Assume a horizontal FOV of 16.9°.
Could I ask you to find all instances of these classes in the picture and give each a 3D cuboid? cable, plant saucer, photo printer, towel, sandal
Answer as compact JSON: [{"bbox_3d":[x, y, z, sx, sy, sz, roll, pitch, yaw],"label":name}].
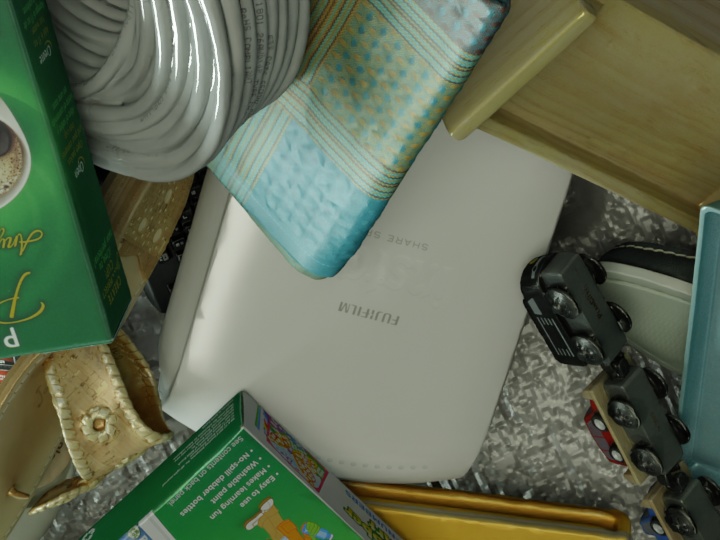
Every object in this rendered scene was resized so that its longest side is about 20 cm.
[{"bbox_3d":[-0.107,-0.134,0.973,0.200,0.069,0.201,5,123,47],"label":"cable"},{"bbox_3d":[0.180,0.043,1.088,0.070,0.019,0.200,21,143,19],"label":"plant saucer"},{"bbox_3d":[0.000,0.000,1.123,0.166,0.069,0.201,14,105,-14],"label":"photo printer"},{"bbox_3d":[-0.025,-0.098,0.988,0.147,0.022,0.200,47,141,10],"label":"towel"},{"bbox_3d":[-0.110,0.050,1.078,0.069,0.078,0.212,25,91,18],"label":"sandal"}]

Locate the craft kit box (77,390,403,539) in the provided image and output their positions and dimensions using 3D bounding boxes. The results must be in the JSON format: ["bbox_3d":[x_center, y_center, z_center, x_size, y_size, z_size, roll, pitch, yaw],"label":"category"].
[{"bbox_3d":[-0.056,0.190,1.127,0.200,0.049,0.197,-43,110,12],"label":"craft kit box"}]

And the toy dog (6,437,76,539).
[{"bbox_3d":[-0.169,0.141,1.186,0.096,0.132,0.201,7,112,-33],"label":"toy dog"}]

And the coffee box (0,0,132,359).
[{"bbox_3d":[-0.174,-0.057,0.957,0.122,0.044,0.201,-11,113,12],"label":"coffee box"}]

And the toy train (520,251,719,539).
[{"bbox_3d":[0.126,0.072,1.127,0.046,0.034,0.200,4,132,49],"label":"toy train"}]

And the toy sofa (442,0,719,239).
[{"bbox_3d":[0.112,-0.087,1.051,0.083,0.200,0.098,-41,50,26],"label":"toy sofa"}]

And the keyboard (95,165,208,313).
[{"bbox_3d":[-0.102,-0.056,1.113,0.104,0.040,0.201,-20,122,1],"label":"keyboard"}]

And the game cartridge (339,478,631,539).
[{"bbox_3d":[0.033,0.199,1.183,0.175,0.032,0.201,7,115,3],"label":"game cartridge"}]

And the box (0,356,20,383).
[{"bbox_3d":[-0.238,-0.011,1.073,0.199,0.044,0.160,6,145,2],"label":"box"}]

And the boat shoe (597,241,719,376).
[{"bbox_3d":[0.202,0.026,1.123,0.199,0.076,0.060,23,63,12],"label":"boat shoe"}]
